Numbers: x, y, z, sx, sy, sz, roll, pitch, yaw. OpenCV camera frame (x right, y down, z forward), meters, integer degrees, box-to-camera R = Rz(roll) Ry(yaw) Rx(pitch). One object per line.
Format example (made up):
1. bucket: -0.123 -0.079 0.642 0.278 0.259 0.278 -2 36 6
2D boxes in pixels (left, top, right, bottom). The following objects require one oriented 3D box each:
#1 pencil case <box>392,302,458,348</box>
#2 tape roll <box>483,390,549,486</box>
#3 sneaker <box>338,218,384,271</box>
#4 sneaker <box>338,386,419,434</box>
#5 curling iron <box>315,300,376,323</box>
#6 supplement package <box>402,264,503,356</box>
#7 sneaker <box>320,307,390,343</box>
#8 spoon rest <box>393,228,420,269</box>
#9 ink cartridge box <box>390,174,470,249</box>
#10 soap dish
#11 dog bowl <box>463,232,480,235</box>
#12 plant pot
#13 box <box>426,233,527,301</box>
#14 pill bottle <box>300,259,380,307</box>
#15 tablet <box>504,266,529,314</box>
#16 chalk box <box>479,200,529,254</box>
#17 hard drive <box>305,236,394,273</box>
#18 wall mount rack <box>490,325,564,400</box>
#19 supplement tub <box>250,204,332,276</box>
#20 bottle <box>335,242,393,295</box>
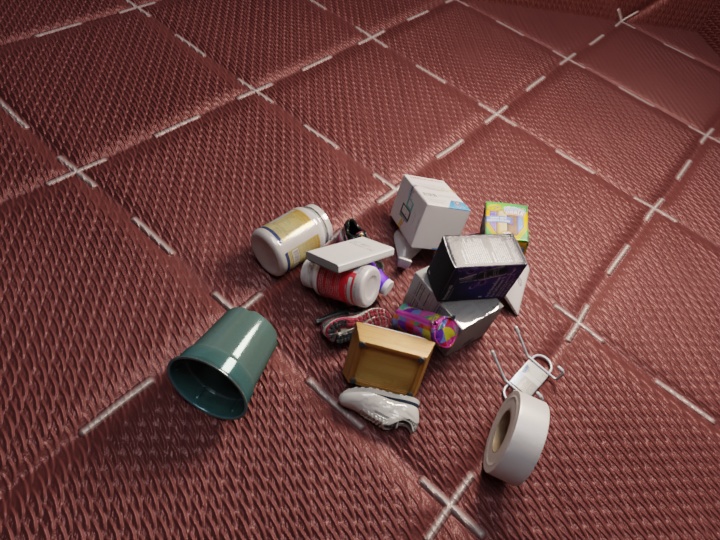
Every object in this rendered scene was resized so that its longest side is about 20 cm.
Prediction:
1. pencil case: 0.164 0.138 1.350 0.088 0.089 0.200 -23 17 -27
2. tape roll: 0.353 0.378 1.196 0.071 0.203 0.203 23 51 6
3. sneaker: -0.001 -0.071 1.539 0.080 0.086 0.200 -27 63 -27
4. sneaker: 0.044 0.332 1.250 0.199 0.076 0.081 10 61 -3
5. curling iron: -0.038 0.103 1.436 0.200 0.026 0.050 -26 55 -28
6. supplement package: 0.245 0.092 1.426 0.152 0.151 0.200 -24 61 -27
7. sneaker: -0.010 0.137 1.388 0.200 0.081 0.075 -4 9 -28
8. spoon rest: 0.141 -0.069 1.598 0.099 0.061 0.200 19 38 1
9. ink cartridge box: 0.204 -0.175 1.581 0.146 0.146 0.200 5 33 -22
10. soap dish: 0.066 0.222 1.280 0.200 0.158 0.081 15 26 -1
11. dog bowl: 0.357 -0.031 1.596 0.200 0.074 0.200 6 52 -7
12. plant pot: -0.299 0.201 1.207 0.200 0.200 0.196 25 44 7
13. box: 0.288 -0.007 1.322 0.199 0.148 0.105 -4 54 -15
14. pill bottle: -0.056 0.024 1.411 0.200 0.112 0.112 14 47 27
15. tablet: 0.461 0.020 1.567 0.130 0.014 0.200 52 47 -26
16. chalk box: 0.417 -0.117 1.537 0.123 0.125 0.200 8 49 8
17. hard drive: -0.026 -0.045 1.397 0.200 0.027 0.132 -18 29 -40
18. wall mount rack: 0.434 0.254 1.390 0.174 0.075 0.200 42 55 20
19. supplement tub: -0.190 -0.090 1.476 0.144 0.145 0.200 42 55 20
20. bottle: 0.000 0.000 1.478 0.200 0.084 0.065 34 26 19
